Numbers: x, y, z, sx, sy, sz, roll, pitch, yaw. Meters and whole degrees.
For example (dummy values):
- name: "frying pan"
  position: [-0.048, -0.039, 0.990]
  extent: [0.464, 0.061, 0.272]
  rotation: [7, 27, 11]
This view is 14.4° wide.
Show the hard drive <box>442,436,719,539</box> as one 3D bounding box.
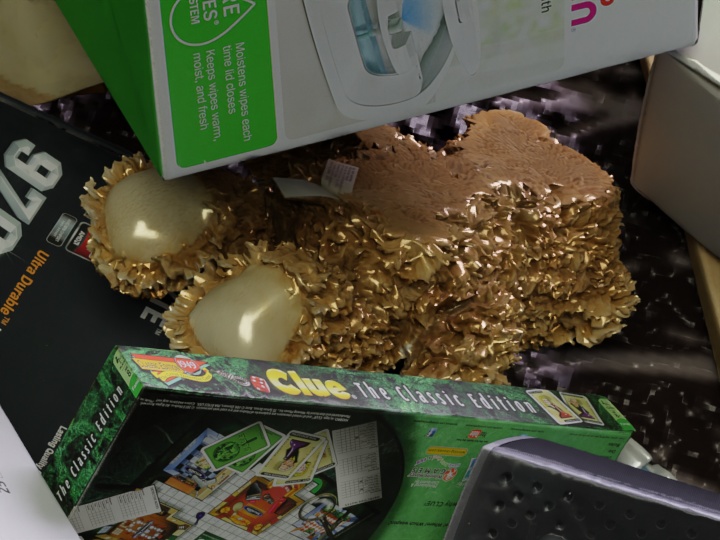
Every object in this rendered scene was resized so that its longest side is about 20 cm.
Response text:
- name: "hard drive"
  position: [0.074, 0.151, 0.863]
  extent: [0.134, 0.042, 0.201]
  rotation: [16, 113, 8]

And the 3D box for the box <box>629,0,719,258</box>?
- name: "box"
  position: [0.193, -0.088, 0.934]
  extent: [0.109, 0.128, 0.200]
  rotation: [39, 75, 13]

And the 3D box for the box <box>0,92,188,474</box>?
- name: "box"
  position: [-0.138, 0.019, 0.900]
  extent: [0.158, 0.046, 0.200]
  rotation: [25, 39, 2]

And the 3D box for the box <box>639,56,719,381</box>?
- name: "box"
  position: [0.188, -0.038, 0.997]
  extent: [0.162, 0.021, 0.201]
  rotation: [-12, 73, -4]

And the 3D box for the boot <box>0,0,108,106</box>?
- name: "boot"
  position: [-0.063, -0.111, 0.994]
  extent: [0.200, 0.071, 0.144]
  rotation: [21, 39, 37]

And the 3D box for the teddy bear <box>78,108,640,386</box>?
- name: "teddy bear"
  position: [0.000, 0.000, 0.921]
  extent: [0.145, 0.067, 0.200]
  rotation: [31, 30, 20]

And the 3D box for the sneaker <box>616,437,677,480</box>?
- name: "sneaker"
  position: [0.095, 0.127, 0.916]
  extent: [0.087, 0.075, 0.200]
  rotation: [-41, 77, -8]

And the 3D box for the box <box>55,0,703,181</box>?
- name: "box"
  position: [-0.014, -0.137, 0.882]
  extent: [0.175, 0.097, 0.200]
  rotation: [-15, 38, -16]

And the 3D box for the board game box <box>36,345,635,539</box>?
- name: "board game box"
  position: [-0.014, 0.075, 0.837]
  extent: [0.023, 0.199, 0.105]
  rotation: [47, 117, 39]

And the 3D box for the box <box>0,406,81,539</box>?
- name: "box"
  position: [-0.126, 0.157, 0.767]
  extent: [0.200, 0.041, 0.156]
  rotation: [-57, 47, 22]
